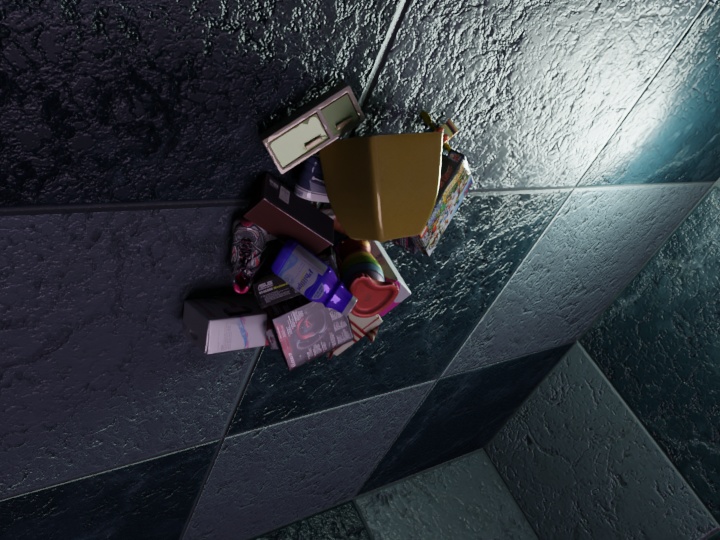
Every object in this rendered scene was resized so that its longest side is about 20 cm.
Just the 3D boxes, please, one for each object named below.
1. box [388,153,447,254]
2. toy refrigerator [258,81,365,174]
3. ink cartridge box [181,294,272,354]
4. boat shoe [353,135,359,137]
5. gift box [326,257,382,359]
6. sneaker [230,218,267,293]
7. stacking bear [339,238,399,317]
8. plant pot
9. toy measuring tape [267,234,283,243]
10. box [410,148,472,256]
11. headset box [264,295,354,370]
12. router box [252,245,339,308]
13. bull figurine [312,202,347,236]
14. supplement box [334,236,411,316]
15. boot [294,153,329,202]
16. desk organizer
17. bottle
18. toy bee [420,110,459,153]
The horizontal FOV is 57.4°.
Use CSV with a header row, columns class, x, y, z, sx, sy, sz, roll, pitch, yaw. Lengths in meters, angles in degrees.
class,x,y,z,sx,sy,sz,roll,pitch,yaw
box,0.133,-0.167,1.543,0.202,0.113,0.134,-53,157,-25
toy refrigerator,-0.094,-0.277,1.277,0.197,0.070,0.077,-32,116,-3
ink cartridge box,-0.303,0.123,1.559,0.196,0.146,0.089,-2,107,-40
boat shoe,-0.006,-0.188,1.446,0.072,0.062,0.208,-17,103,-34
gift box,-0.059,0.113,1.745,0.181,0.203,0.187,-31,151,7
sneaker,-0.249,-0.033,1.455,0.078,0.076,0.203,9,138,-1
stacking bear,0.000,0.000,1.539,0.118,0.203,0.115,15,125,-26
plant pot,0.045,-0.167,1.330,0.190,0.193,0.207,-11,101,-36
toy measuring tape,-0.165,-0.063,1.524,0.195,0.074,0.075,-16,145,-28
box,0.176,-0.146,1.452,0.203,0.037,0.137,-59,157,-6
headset box,-0.126,0.126,1.539,0.195,0.075,0.152,-24,121,-14
router box,-0.145,0.009,1.530,0.194,0.064,0.150,-20,-168,2
bull figurine,-0.033,-0.117,1.555,0.198,0.118,0.068,11,86,-59
supplement box,0.029,-0.003,1.660,0.100,0.202,0.103,-36,149,7
boot,-0.059,-0.201,1.444,0.198,0.072,0.093,-6,121,-55
desk organizer,-0.152,-0.112,1.419,0.076,0.073,0.198,-30,132,33
bottle,-0.096,0.022,1.416,0.084,0.198,0.066,-51,-177,31
toy bee,0.173,-0.283,1.461,0.129,0.204,0.108,34,146,-16
